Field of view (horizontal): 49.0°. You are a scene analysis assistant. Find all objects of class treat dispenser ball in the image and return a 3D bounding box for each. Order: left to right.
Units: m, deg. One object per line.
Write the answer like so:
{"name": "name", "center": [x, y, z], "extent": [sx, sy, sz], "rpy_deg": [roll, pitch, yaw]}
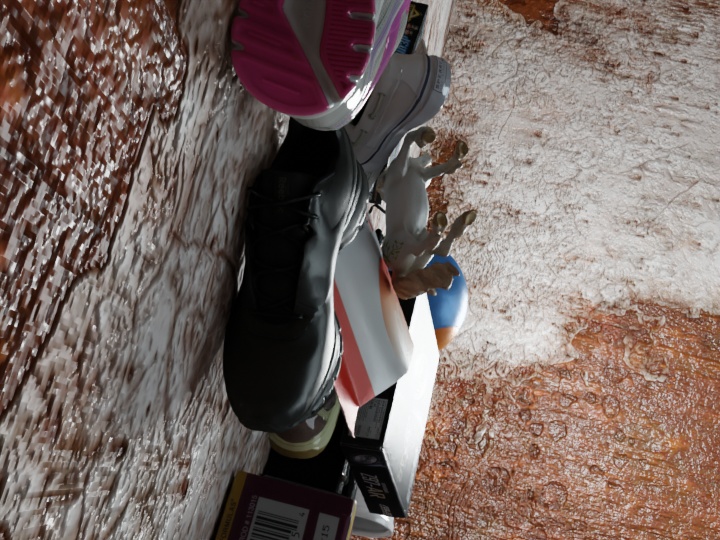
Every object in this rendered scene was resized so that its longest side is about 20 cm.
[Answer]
{"name": "treat dispenser ball", "center": [0.085, 0.047, 1.349], "extent": [0.201, 0.196, 0.206], "rpy_deg": [14, 90, -86]}

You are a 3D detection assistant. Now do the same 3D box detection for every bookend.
{"name": "bookend", "center": [-0.038, 0.191, 0.883], "extent": [0.200, 0.090, 0.203], "rpy_deg": [96, 7, -55]}

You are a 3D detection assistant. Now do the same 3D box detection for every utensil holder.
{"name": "utensil holder", "center": [0.003, 0.415, 1.604], "extent": [0.171, 0.166, 0.204], "rpy_deg": [95, 8, -61]}

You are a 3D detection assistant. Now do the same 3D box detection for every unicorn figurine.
{"name": "unicorn figurine", "center": [0.051, -0.067, 0.731], "extent": [0.137, 0.073, 0.204], "rpy_deg": [-37, -147, 57]}

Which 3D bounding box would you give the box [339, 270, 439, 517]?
{"name": "box", "center": [0.036, 0.129, 0.825], "extent": [0.162, 0.042, 0.203], "rpy_deg": [73, 27, -49]}

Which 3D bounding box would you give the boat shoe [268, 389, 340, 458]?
{"name": "boat shoe", "center": [-0.035, 0.072, 0.708], "extent": [0.203, 0.070, 0.067], "rpy_deg": [-73, 173, -51]}

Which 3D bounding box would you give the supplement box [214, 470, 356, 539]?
{"name": "supplement box", "center": [-0.069, 0.272, 0.653], "extent": [0.202, 0.101, 0.133], "rpy_deg": [98, 6, -56]}

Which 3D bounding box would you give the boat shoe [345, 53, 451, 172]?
{"name": "boat shoe", "center": [0.011, -0.148, 0.710], "extent": [0.200, 0.065, 0.075], "rpy_deg": [146, -44, -65]}

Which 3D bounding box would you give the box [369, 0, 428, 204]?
{"name": "box", "center": [0.034, -0.205, 0.943], "extent": [0.161, 0.045, 0.202], "rpy_deg": [99, 6, -45]}

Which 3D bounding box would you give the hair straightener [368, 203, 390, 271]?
{"name": "hair straightener", "center": [0.000, 0.000, 0.898], "extent": [0.041, 0.075, 0.203], "rpy_deg": [80, 21, -48]}

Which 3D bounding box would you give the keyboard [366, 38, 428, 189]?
{"name": "keyboard", "center": [0.020, -0.130, 0.785], "extent": [0.202, 0.010, 0.057], "rpy_deg": [-59, -150, 37]}

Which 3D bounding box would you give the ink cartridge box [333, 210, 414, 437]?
{"name": "ink cartridge box", "center": [-0.004, 0.021, 0.653], "extent": [0.200, 0.049, 0.166], "rpy_deg": [-67, 138, -80]}

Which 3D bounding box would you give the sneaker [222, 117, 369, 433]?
{"name": "sneaker", "center": [-0.044, -0.009, 0.463], "extent": [0.091, 0.074, 0.204], "rpy_deg": [76, 19, -60]}

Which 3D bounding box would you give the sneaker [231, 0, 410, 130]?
{"name": "sneaker", "center": [-0.007, -0.162, 0.402], "extent": [0.088, 0.080, 0.204], "rpy_deg": [84, 27, -80]}
